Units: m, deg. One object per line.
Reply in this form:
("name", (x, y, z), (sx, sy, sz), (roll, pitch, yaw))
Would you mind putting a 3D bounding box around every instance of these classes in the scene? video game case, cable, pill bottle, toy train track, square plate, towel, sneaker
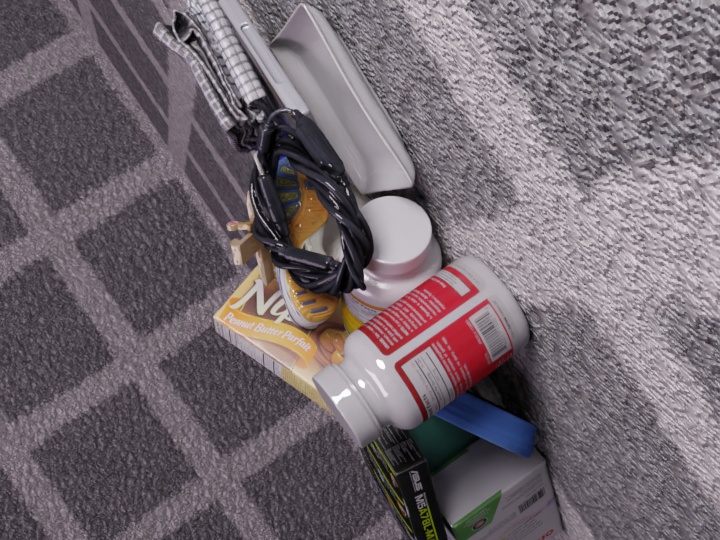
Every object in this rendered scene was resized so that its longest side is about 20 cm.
("video game case", (-0.083, -0.196, 1.028), (0.182, 0.022, 0.200), (58, 180, 22))
("cable", (-0.058, -0.052, 0.907), (0.200, 0.051, 0.163), (56, 138, 18))
("pill bottle", (0.032, 0.007, 0.989), (0.111, 0.111, 0.200), (51, 162, 24))
("toy train track", (-0.112, -0.056, 1.058), (0.200, 0.032, 0.115), (-51, -42, -59))
("square plate", (-0.018, -0.170, 0.924), (0.198, 0.028, 0.200), (58, 169, -10))
("pill bottle", (0.057, 0.083, 0.884), (0.112, 0.200, 0.112), (53, 169, 15))
("towel", (-0.171, -0.240, 1.127), (0.166, 0.085, 0.200), (62, -178, 2))
("sneaker", (-0.076, -0.031, 1.031), (0.088, 0.075, 0.200), (135, 131, -66))

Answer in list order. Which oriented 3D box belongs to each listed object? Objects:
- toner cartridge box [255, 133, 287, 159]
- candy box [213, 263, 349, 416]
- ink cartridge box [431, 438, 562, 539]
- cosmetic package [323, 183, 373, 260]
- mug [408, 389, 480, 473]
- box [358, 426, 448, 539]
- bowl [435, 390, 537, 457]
("toner cartridge box", (-0.097, -0.150, 1.286), (0.200, 0.043, 0.095), (42, 163, 51))
("candy box", (-0.065, 0.078, 1.092), (0.200, 0.115, 0.055), (33, 156, 12))
("ink cartridge box", (0.178, 0.314, 1.191), (0.084, 0.145, 0.200), (48, 167, 42))
("cosmetic package", (0.000, 0.000, 1.155), (0.087, 0.103, 0.200), (46, 164, 36))
("mug", (0.100, 0.193, 1.219), (0.152, 0.114, 0.185), (52, 175, 20))
("box", (0.041, 0.244, 1.124), (0.200, 0.047, 0.193), (-128, 20, -53))
("bowl", (0.116, 0.158, 1.058), (0.200, 0.039, 0.201), (26, 176, 2))
